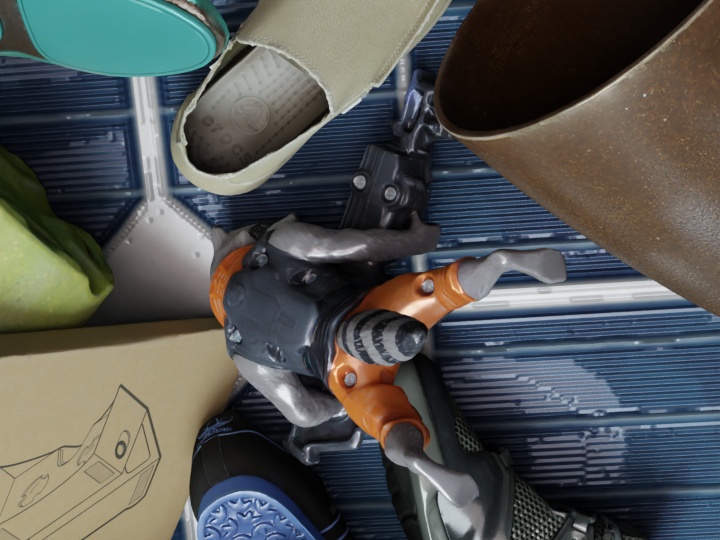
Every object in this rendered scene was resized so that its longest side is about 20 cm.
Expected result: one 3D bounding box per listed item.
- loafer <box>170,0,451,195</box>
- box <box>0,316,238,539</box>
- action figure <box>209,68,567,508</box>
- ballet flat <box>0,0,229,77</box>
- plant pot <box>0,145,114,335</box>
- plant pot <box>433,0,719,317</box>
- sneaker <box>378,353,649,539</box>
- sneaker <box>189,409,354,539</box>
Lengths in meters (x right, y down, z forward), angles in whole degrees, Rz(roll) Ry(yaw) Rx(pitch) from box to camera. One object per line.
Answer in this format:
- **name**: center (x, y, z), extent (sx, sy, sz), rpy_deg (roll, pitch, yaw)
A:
- **loafer**: center (-0.017, -0.108, 0.965), extent (0.076, 0.068, 0.200), rpy_deg (38, 106, -7)
- **box**: center (-0.144, 0.099, 0.981), extent (0.021, 0.200, 0.164), rpy_deg (34, 110, 29)
- **action figure**: center (0.000, 0.000, 0.954), extent (0.104, 0.193, 0.200), rpy_deg (12, 92, -44)
- **ballet flat**: center (-0.155, -0.133, 0.966), extent (0.200, 0.070, 0.067), rpy_deg (1, 139, 12)
- **plant pot**: center (-0.224, 0.024, 0.974), extent (0.184, 0.200, 0.200), rpy_deg (-44, 99, 4)
- **plant pot**: center (0.166, -0.060, 0.920), extent (0.187, 0.187, 0.200), rpy_deg (-38, 114, 14)
- **sneaker**: center (0.080, 0.122, 1.028), extent (0.114, 0.076, 0.200), rpy_deg (-23, 87, -11)
- **sneaker**: center (-0.023, 0.153, 1.050), extent (0.070, 0.078, 0.200), rpy_deg (-25, 124, 9)
